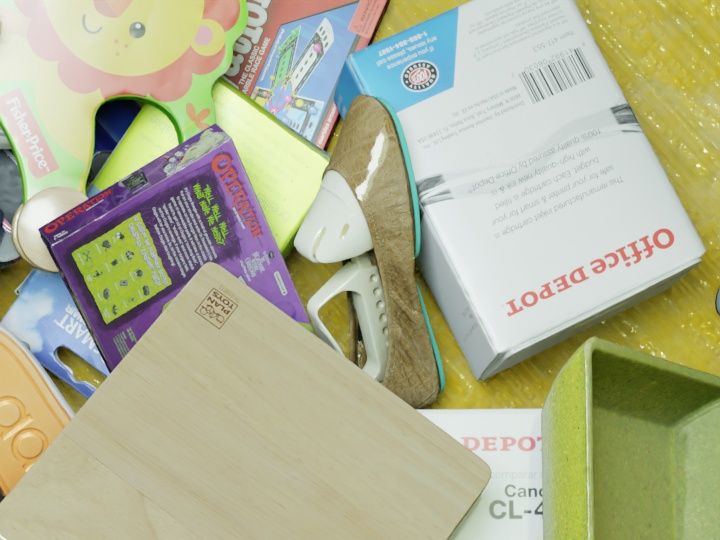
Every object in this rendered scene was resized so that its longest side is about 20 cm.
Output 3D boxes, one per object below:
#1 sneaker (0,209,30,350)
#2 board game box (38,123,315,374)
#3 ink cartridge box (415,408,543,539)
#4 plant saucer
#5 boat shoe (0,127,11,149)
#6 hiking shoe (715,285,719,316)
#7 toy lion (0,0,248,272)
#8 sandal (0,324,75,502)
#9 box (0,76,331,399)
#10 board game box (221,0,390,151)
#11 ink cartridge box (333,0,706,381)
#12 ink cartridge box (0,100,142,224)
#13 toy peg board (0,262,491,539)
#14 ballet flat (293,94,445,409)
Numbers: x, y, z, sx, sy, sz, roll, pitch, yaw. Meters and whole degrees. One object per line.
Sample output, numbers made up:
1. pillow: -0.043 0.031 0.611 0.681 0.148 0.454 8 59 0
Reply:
1. sneaker: -0.239 -0.033 1.334 0.081 0.070 0.202 -4 84 -13
2. board game box: -0.094 0.028 1.301 0.119 0.201 0.032 -29 35 -10
3. ink cartridge box: 0.055 0.184 1.314 0.146 0.086 0.202 0 80 0
4. plant saucer: 0.157 0.152 1.288 0.048 0.199 0.202 -7 76 32
5. boat shoe: -0.161 -0.154 1.364 0.070 0.072 0.201 43 64 7
6. hiking shoe: 0.267 0.083 1.333 0.074 0.087 0.201 -25 80 -5
7. toy lion: -0.145 -0.123 1.300 0.191 0.069 0.201 -27 95 -11
8. sandal: -0.178 0.122 1.299 0.079 0.059 0.207 -37 111 -4
9. box: -0.113 -0.014 1.354 0.122 0.048 0.201 35 94 5
10. board game box: -0.065 -0.101 1.405 0.102 0.019 0.201 22 79 5
11. ink cartridge box: 0.092 -0.057 1.355 0.146 0.086 0.201 -24 81 -13
12. ink cartridge box: -0.231 -0.065 1.387 0.200 0.039 0.100 -42 81 -9
13. toy peg board: -0.069 0.140 1.245 0.199 0.098 0.200 36 64 6
14. ballet flat: 0.000 0.000 1.317 0.072 0.068 0.202 -21 121 -22
